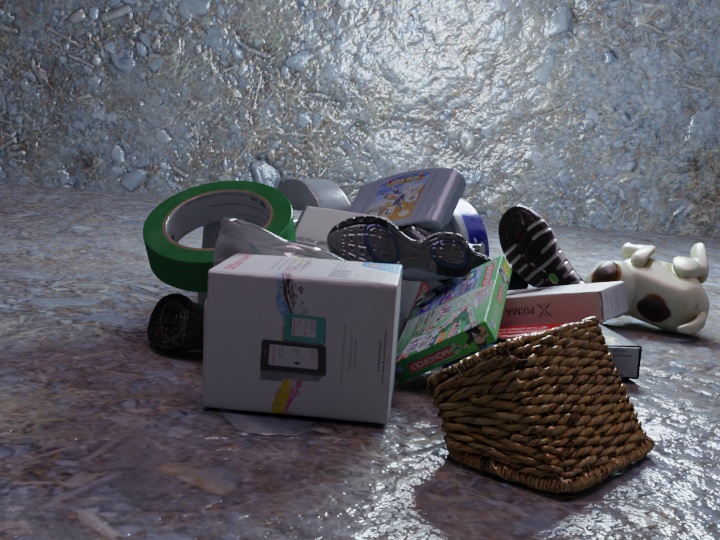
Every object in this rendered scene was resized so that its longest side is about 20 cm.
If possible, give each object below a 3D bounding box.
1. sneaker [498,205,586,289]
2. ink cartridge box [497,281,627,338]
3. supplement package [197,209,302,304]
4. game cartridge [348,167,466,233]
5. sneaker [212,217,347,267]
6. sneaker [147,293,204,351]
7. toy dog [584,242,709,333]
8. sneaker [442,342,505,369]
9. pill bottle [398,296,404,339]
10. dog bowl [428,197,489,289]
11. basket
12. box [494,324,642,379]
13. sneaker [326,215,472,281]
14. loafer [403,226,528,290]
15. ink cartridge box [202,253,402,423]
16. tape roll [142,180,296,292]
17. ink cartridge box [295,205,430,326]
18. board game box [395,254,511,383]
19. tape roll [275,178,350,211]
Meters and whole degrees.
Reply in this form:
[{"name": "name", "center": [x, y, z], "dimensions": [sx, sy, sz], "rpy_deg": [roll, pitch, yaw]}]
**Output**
[{"name": "sneaker", "center": [0.271, 0.003, 1.369], "dimensions": [0.075, 0.202, 0.115], "rpy_deg": [-35, -16, 13]}, {"name": "ink cartridge box", "center": [0.214, 0.051, 1.211], "dimensions": [0.197, 0.044, 0.173], "rpy_deg": [-6, 2, 35]}, {"name": "supplement package", "center": [-0.145, -0.007, 1.437], "dimensions": [0.109, 0.159, 0.199], "rpy_deg": [10, 10, 21]}, {"name": "game cartridge", "center": [0.062, -0.100, 1.483], "dimensions": [0.198, 0.042, 0.134], "rpy_deg": [-8, 45, 37]}, {"name": "sneaker", "center": [-0.084, 0.001, 1.153], "dimensions": [0.197, 0.082, 0.070], "rpy_deg": [18, 0, -10]}, {"name": "sneaker", "center": [-0.185, 0.076, 1.206], "dimensions": [0.197, 0.077, 0.091], "rpy_deg": [0, -22, 33]}, {"name": "toy dog", "center": [0.470, 0.042, 1.608], "dimensions": [0.196, 0.141, 0.196], "rpy_deg": [6, 46, 2]}, {"name": "sneaker", "center": [0.187, 0.109, 1.140], "dimensions": [0.197, 0.077, 0.105], "rpy_deg": [0, 9, -22]}, {"name": "pill bottle", "center": [-0.048, 0.049, 1.275], "dimensions": [0.198, 0.117, 0.113], "rpy_deg": [12, 12, 43]}, {"name": "dog bowl", "center": [0.110, -0.028, 1.562], "dimensions": [0.198, 0.204, 0.078], "rpy_deg": [13, 11, 43]}, {"name": "basket", "center": [0.169, 0.147, 0.942], "dimensions": [0.142, 0.151, 0.199], "rpy_deg": [-30, -14, 35]}, {"name": "box", "center": [0.257, 0.101, 1.323], "dimensions": [0.195, 0.051, 0.200], "rpy_deg": [4, 8, -7]}, {"name": "sneaker", "center": [0.045, -0.015, 1.250], "dimensions": [0.197, 0.076, 0.087], "rpy_deg": [13, -20, -19]}, {"name": "loafer", "center": [0.150, -0.010, 1.385], "dimensions": [0.199, 0.071, 0.068], "rpy_deg": [31, -23, 11]}, {"name": "ink cartridge box", "center": [-0.059, 0.068, 1.042], "dimensions": [0.196, 0.149, 0.147], "rpy_deg": [5, 9, 5]}, {"name": "tape roll", "center": [-0.184, -0.049, 1.261], "dimensions": [0.196, 0.049, 0.202], "rpy_deg": [-4, 36, 3]}, {"name": "ink cartridge box", "center": [0.000, 0.000, 1.393], "dimensions": [0.144, 0.086, 0.200], "rpy_deg": [10, -24, 29]}, {"name": "board game box", "center": [0.115, 0.057, 1.183], "dimensions": [0.133, 0.029, 0.200], "rpy_deg": [-26, 14, 24]}, {"name": "tape roll", "center": [-0.089, -0.052, 1.608], "dimensions": [0.065, 0.204, 0.199], "rpy_deg": [-3, 12, -36]}]
